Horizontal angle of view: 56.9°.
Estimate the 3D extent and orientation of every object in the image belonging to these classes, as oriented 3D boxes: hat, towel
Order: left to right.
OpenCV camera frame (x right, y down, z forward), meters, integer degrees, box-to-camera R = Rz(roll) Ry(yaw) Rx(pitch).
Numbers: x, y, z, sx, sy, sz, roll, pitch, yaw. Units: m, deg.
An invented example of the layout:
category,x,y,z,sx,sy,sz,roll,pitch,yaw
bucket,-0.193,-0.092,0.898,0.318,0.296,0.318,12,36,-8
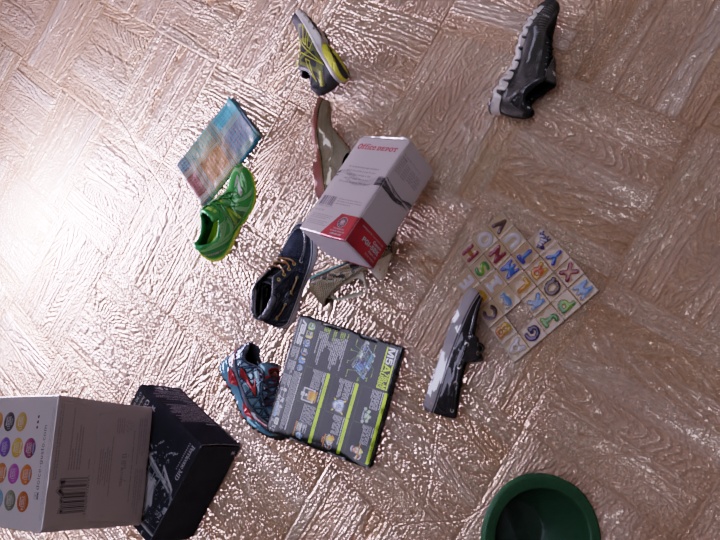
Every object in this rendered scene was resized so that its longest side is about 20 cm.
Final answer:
category,x,y,z,sx,sy,sz,roll,pitch,yaw
towel,-0.304,-0.255,1.415,0.200,0.022,0.147,-47,59,11
hat,0.216,0.369,0.960,0.194,0.176,0.170,13,79,-7

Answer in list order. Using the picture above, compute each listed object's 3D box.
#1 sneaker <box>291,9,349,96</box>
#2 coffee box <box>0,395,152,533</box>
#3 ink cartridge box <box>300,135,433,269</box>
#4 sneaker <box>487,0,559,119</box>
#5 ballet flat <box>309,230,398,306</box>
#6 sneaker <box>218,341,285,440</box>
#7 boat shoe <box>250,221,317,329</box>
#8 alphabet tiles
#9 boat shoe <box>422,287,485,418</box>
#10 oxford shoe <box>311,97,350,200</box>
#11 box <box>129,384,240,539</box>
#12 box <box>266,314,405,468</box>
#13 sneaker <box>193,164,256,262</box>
category,x,y,z,sx,sy,sz,roll,pitch,yaw
sneaker,-0.100,-0.431,1.313,0.084,0.074,0.203,-37,62,16
coffee box,-0.503,0.326,1.132,0.193,0.199,0.206,-6,73,30
ink cartridge box,0.011,-0.118,1.113,0.145,0.083,0.202,17,70,53
sneaker,0.288,-0.334,1.076,0.089,0.066,0.204,29,96,29
ballet flat,0.000,0.000,1.156,0.198,0.068,0.076,-33,83,18
sneaker,-0.180,0.210,1.191,0.096,0.079,0.201,-46,60,9
boat shoe,-0.139,0.002,1.213,0.069,0.090,0.206,9,81,30
alphabet tiles,0.245,0.012,1.042,0.167,0.008,0.202,-42,61,14
boat shoe,0.159,0.131,1.029,0.065,0.070,0.205,20,84,14
oxford shoe,-0.053,-0.231,1.250,0.072,0.071,0.206,-5,77,6
box,-0.360,0.354,1.232,0.194,0.123,0.203,30,93,30
box,-0.041,0.197,1.105,0.188,0.048,0.205,15,84,12
sneaker,-0.269,-0.117,1.323,0.073,0.083,0.205,20,87,32
